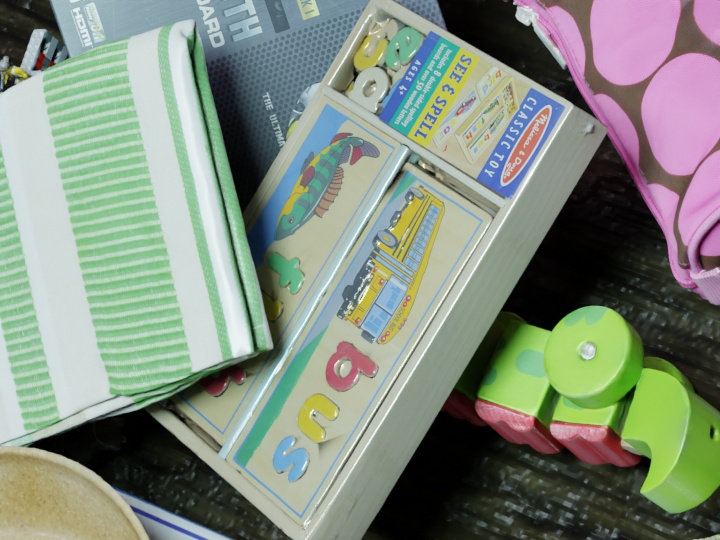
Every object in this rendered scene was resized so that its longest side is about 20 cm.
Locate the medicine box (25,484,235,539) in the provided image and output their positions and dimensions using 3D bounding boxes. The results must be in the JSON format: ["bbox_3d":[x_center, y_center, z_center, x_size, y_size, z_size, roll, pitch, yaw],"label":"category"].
[{"bbox_3d":[-0.091,0.200,1.018,0.182,0.103,0.201,18,75,38],"label":"medicine box"}]

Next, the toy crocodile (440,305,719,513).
[{"bbox_3d":[0.066,0.044,1.025,0.199,0.067,0.062,17,76,38],"label":"toy crocodile"}]

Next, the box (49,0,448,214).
[{"bbox_3d":[-0.049,-0.111,1.096,0.157,0.051,0.201,-19,96,-2],"label":"box"}]

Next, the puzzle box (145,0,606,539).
[{"bbox_3d":[0.000,0.000,1.023,0.133,0.025,0.201,34,95,45],"label":"puzzle box"}]

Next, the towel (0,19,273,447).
[{"bbox_3d":[-0.128,-0.005,1.068,0.199,0.023,0.153,-22,76,35],"label":"towel"}]

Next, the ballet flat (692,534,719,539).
[{"bbox_3d":[0.102,0.140,0.955,0.199,0.071,0.071,-33,51,14],"label":"ballet flat"}]

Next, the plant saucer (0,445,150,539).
[{"bbox_3d":[-0.150,0.167,0.979,0.199,0.035,0.201,-14,59,24],"label":"plant saucer"}]

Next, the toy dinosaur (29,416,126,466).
[{"bbox_3d":[-0.160,0.110,1.144,0.102,0.077,0.201,-34,56,47],"label":"toy dinosaur"}]

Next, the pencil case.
[{"bbox_3d":[0.130,-0.076,1.039,0.093,0.091,0.201,-29,53,4],"label":"pencil case"}]

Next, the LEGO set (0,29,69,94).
[{"bbox_3d":[-0.159,-0.041,1.187,0.199,0.116,0.154,14,73,38],"label":"LEGO set"}]
